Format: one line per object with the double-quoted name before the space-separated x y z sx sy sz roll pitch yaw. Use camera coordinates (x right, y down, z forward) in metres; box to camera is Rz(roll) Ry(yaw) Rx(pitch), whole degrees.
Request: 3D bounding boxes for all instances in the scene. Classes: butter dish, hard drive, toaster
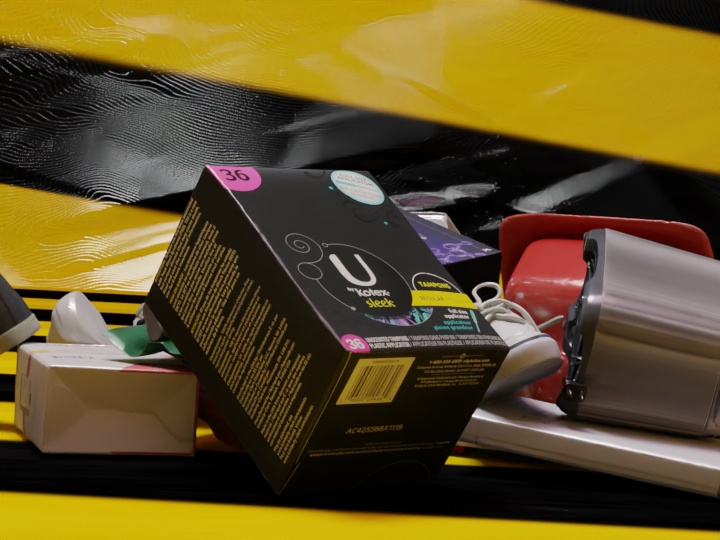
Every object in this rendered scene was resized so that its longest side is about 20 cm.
"butter dish" 0.190 0.066 1.675 0.198 0.201 0.148 4 22 29
"hard drive" 0.184 0.128 1.476 0.199 0.027 0.132 10 5 23
"toaster" 0.221 0.051 1.512 0.128 0.114 0.200 11 24 3

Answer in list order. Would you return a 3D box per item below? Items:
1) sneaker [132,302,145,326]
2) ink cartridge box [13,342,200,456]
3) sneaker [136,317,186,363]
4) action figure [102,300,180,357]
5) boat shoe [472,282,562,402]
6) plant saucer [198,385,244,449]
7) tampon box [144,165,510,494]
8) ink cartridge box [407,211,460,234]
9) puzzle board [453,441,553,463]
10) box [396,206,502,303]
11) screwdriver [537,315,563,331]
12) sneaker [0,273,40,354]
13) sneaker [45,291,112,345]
"sneaker" -0.131 0.066 1.955 0.199 0.100 0.078 3 2 -5
"ink cartridge box" -0.201 0.096 1.537 0.116 0.068 0.200 3 3 -17
"sneaker" -0.151 0.052 1.729 0.090 0.076 0.200 -22 -9 -4
"action figure" -0.098 0.047 1.545 0.117 0.055 0.200 11 1 22
"boat shoe" 0.100 0.052 1.532 0.074 0.087 0.202 -19 -8 -8
"plant saucer" -0.040 0.101 1.568 0.199 0.051 0.201 -2 10 0
"tampon box" -0.026 0.036 1.375 0.149 0.127 0.200 0 40 -41
"ink cartridge box" 0.059 0.032 1.997 0.085 0.147 0.200 3 -10 13
"puzzle board" 0.103 0.134 1.621 0.199 0.018 0.150 5 2 34
"box" 0.000 0.000 1.673 0.141 0.079 0.200 -9 23 -38
"screwdriver" 0.088 0.077 1.655 0.200 0.028 0.029 -30 -14 39
"sneaker" -0.353 0.037 1.622 0.199 0.107 0.075 -25 7 31
"sneaker" -0.250 0.079 1.720 0.088 0.076 0.200 -28 -14 -6
